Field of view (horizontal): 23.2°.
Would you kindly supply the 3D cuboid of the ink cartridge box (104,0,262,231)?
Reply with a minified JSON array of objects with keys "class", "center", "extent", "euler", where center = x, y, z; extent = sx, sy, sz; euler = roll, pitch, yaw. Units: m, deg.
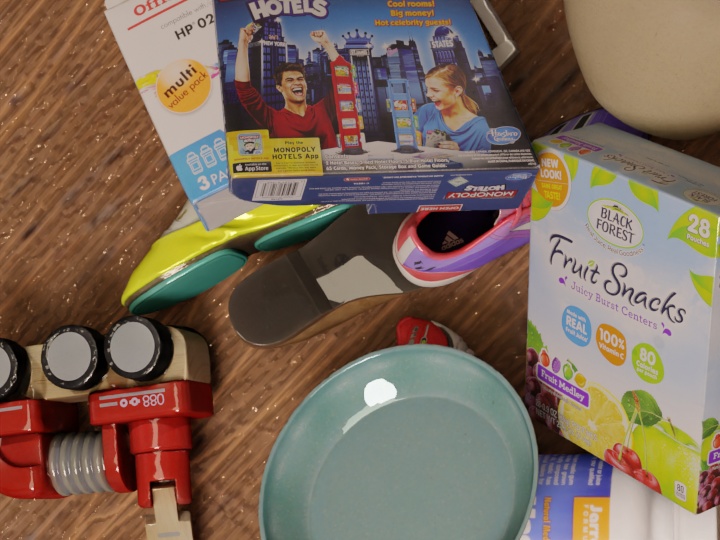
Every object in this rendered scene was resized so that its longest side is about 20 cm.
[{"class":"ink cartridge box","center":[-0.103,-0.146,1.233],"extent":[0.114,0.068,0.202],"euler":[-26,73,-2]}]

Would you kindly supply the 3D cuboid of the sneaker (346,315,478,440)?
[{"class":"sneaker","center":[0.004,0.122,1.253],"extent":[0.085,0.077,0.201],"euler":[35,90,16]}]

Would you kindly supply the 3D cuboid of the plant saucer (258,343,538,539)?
[{"class":"plant saucer","center":[0.028,0.147,1.160],"extent":[0.198,0.036,0.202],"euler":[-13,57,20]}]

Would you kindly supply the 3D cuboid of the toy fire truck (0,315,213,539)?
[{"class":"toy fire truck","center":[-0.187,0.146,1.285],"extent":[0.174,0.129,0.203],"euler":[-8,80,15]}]

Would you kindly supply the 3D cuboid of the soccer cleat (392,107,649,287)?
[{"class":"soccer cleat","center":[0.113,-0.053,1.190],"extent":[0.198,0.073,0.069],"euler":[-28,82,-5]}]

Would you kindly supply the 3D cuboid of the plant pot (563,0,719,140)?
[{"class":"plant pot","center":[0.211,-0.166,1.135],"extent":[0.199,0.200,0.135],"euler":[29,128,11]}]

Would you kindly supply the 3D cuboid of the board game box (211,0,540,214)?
[{"class":"board game box","center":[0.002,-0.140,1.137],"extent":[0.197,0.062,0.202],"euler":[-2,66,-12]}]

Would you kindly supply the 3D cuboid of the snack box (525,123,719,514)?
[{"class":"snack box","center":[0.183,0.027,1.123],"extent":[0.168,0.067,0.202],"euler":[28,125,49]}]

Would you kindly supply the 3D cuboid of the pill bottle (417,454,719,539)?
[{"class":"pill bottle","center":[0.145,0.181,1.192],"extent":[0.197,0.112,0.114],"euler":[-2,92,15]}]

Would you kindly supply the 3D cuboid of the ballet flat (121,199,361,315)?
[{"class":"ballet flat","center":[-0.089,-0.035,1.272],"extent":[0.198,0.067,0.068],"euler":[-24,74,8]}]

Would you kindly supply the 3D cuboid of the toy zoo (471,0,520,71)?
[{"class":"toy zoo","center":[0.024,-0.178,1.254],"extent":[0.130,0.020,0.201],"euler":[-32,84,14]}]

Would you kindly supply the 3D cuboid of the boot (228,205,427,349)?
[{"class":"boot","center":[0.000,0.000,1.251],"extent":[0.198,0.076,0.074],"euler":[-24,76,-4]}]
